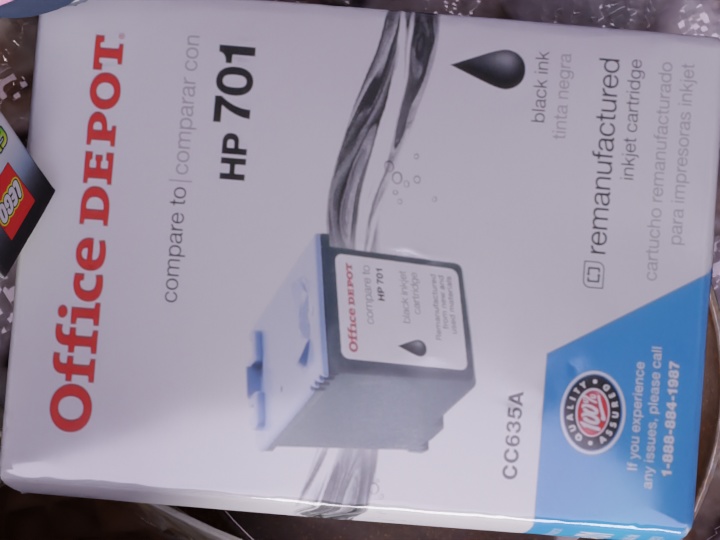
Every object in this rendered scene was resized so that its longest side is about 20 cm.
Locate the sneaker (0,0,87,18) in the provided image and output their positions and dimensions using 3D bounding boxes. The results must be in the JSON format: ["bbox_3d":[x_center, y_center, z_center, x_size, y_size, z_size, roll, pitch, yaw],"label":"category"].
[{"bbox_3d":[-0.066,-0.157,0.759,0.070,0.082,0.201,23,107,13],"label":"sneaker"}]

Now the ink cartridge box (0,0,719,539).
[{"bbox_3d":[0.000,0.000,0.858,0.199,0.086,0.147,4,85,-2],"label":"ink cartridge box"}]

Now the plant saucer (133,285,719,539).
[{"bbox_3d":[0.019,0.036,0.946,0.199,0.035,0.201,0,105,0],"label":"plant saucer"}]

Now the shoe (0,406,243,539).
[{"bbox_3d":[-0.105,0.075,0.912,0.199,0.070,0.053,25,146,12],"label":"shoe"}]

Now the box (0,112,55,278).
[{"bbox_3d":[-0.195,-0.044,0.824,0.199,0.035,0.110,-2,136,34],"label":"box"}]
